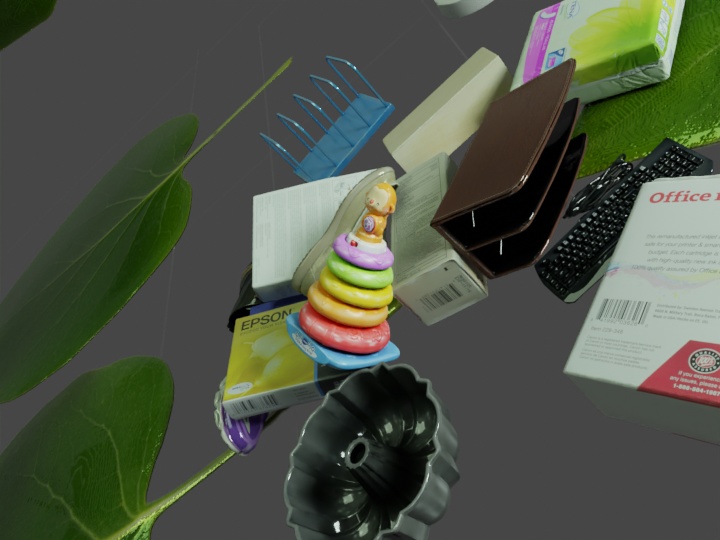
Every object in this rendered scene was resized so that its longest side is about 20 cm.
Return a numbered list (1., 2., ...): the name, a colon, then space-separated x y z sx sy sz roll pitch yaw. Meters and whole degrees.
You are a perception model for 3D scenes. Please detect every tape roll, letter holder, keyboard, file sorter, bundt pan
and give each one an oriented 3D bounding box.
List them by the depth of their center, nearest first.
1. bundt pan: 0.019 0.198 0.689 0.201 0.076 0.203 -32 35 26
2. keyboard: 0.255 -0.064 0.715 0.200 0.040 0.104 -45 33 5
3. letter holder: 0.187 -0.111 0.746 0.142 0.100 0.201 -23 33 55
4. file sorter: -0.066 -0.268 1.238 0.200 0.123 0.139 -49 33 -1
5. tape roll: 0.222 -0.551 1.267 0.201 0.037 0.204 -30 37 26

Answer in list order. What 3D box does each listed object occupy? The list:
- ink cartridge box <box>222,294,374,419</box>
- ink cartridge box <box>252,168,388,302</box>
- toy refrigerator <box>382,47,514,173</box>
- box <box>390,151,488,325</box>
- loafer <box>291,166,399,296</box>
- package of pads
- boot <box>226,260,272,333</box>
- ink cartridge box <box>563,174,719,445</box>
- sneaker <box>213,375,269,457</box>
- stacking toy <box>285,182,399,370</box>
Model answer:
1. ink cartridge box: -0.074 0.083 0.898 0.195 0.047 0.202 -16 43 12
2. ink cartridge box: -0.057 -0.052 0.982 0.197 0.047 0.162 -11 57 10
3. toy refrigerator: 0.132 -0.224 1.006 0.200 0.070 0.076 -41 26 11
4. box: 0.093 -0.044 0.852 0.094 0.078 0.202 -29 37 29
5. loafer: -0.008 -0.040 0.883 0.201 0.068 0.076 -54 -11 11
6. package of pads: 0.299 -0.289 0.871 0.198 0.068 0.156 -7 52 46
7. boot: -0.120 0.005 1.042 0.200 0.077 0.139 -47 16 28
8. ink cartridge box: 0.275 0.027 0.552 0.147 0.086 0.201 6 59 53
9. sneaker: -0.133 0.149 0.928 0.083 0.081 0.202 -14 45 33
10. stacking toy: 0.000 0.000 0.755 0.116 0.109 0.202 35 117 40
